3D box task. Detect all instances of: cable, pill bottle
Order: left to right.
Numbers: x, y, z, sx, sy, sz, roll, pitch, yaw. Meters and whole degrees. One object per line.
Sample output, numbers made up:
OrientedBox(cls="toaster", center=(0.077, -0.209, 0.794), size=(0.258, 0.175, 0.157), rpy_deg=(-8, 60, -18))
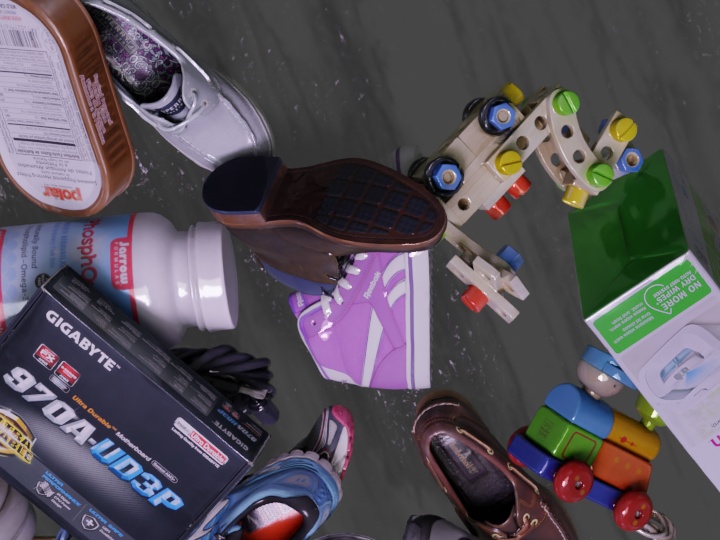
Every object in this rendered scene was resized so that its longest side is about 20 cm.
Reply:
OrientedBox(cls="pill bottle", center=(-0.197, 0.013, 1.593), size=(0.199, 0.109, 0.109), rpy_deg=(-6, 113, 4))
OrientedBox(cls="cable", center=(-0.164, 0.101, 1.615), size=(0.199, 0.163, 0.051), rpy_deg=(-5, 71, 4))

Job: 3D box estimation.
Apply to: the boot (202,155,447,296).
OrientedBox(cls="boot", center=(-0.013, -0.028, 1.542), size=(0.199, 0.075, 0.097), rpy_deg=(12, 150, 31))

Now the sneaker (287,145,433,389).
OrientedBox(cls="sneaker", center=(0.000, 0.000, 1.605), size=(0.114, 0.073, 0.201), rpy_deg=(3, 112, 5))

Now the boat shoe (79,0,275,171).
OrientedBox(cls="boat shoe", center=(-0.145, -0.133, 1.549), size=(0.070, 0.072, 0.201), rpy_deg=(-42, 106, 17))

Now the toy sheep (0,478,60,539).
OrientedBox(cls="toy sheep", center=(-0.317, 0.207, 1.669), size=(0.137, 0.138, 0.201), rpy_deg=(-17, 117, 9))

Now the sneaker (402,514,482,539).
OrientedBox(cls="sneaker", center=(0.102, 0.243, 1.652), size=(0.079, 0.074, 0.200), rpy_deg=(-15, 142, 36))

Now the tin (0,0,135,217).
OrientedBox(cls="tin", center=(-0.233, -0.128, 1.538), size=(0.112, 0.042, 0.201), rpy_deg=(10, 130, 34))

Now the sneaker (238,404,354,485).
OrientedBox(cls="sneaker", center=(-0.074, 0.183, 1.679), size=(0.075, 0.081, 0.200), rpy_deg=(36, 110, -11))

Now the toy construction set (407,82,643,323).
OrientedBox(cls="toy construction set", center=(0.114, -0.058, 1.534), size=(0.131, 0.092, 0.200), rpy_deg=(46, 64, -15))

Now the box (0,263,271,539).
OrientedBox(cls="box", center=(-0.189, 0.117, 1.536), size=(0.200, 0.046, 0.159), rpy_deg=(41, 119, -4))

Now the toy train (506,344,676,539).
OrientedBox(cls="toy train", center=(0.220, 0.142, 1.664), size=(0.200, 0.085, 0.116), rpy_deg=(28, 95, -34))

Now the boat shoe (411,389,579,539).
OrientedBox(cls="boat shoe", center=(0.109, 0.186, 1.681), size=(0.070, 0.070, 0.200), rpy_deg=(-39, 109, 12))

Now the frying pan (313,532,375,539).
OrientedBox(cls="frying pan", center=(-0.045, 0.263, 1.548), size=(0.189, 0.031, 0.115), rpy_deg=(-16, 77, -18))

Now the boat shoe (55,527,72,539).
OrientedBox(cls="boat shoe", center=(-0.202, 0.217, 1.672), size=(0.068, 0.084, 0.201), rpy_deg=(10, 128, 41))

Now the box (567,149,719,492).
OrientedBox(cls="box", center=(0.246, 0.033, 1.541), size=(0.097, 0.200, 0.177), rpy_deg=(-34, 109, 16))

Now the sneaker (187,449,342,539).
OrientedBox(cls="sneaker", center=(-0.108, 0.209, 1.598), size=(0.200, 0.090, 0.079), rpy_deg=(-35, 99, 12))
